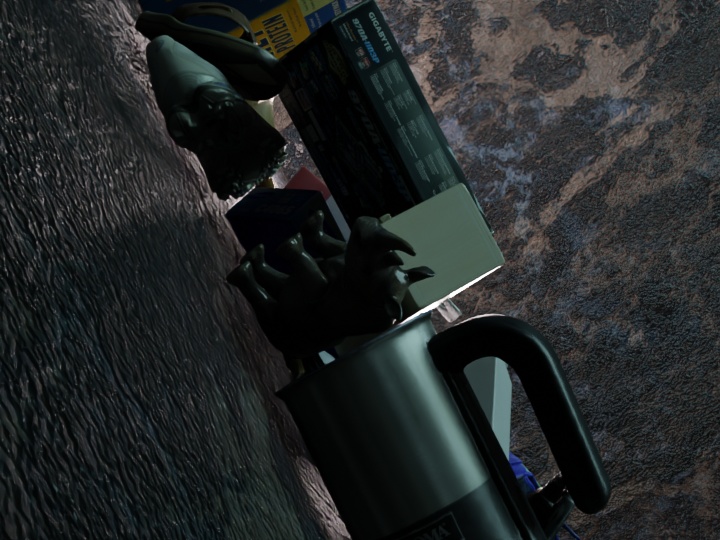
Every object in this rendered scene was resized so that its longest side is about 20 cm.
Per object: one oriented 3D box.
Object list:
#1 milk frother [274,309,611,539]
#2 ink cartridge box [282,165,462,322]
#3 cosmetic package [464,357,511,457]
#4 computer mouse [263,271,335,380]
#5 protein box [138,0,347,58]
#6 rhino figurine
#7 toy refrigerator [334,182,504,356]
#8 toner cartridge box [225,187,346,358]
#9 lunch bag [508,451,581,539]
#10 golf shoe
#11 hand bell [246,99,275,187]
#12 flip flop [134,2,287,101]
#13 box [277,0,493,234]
[{"bbox_3d":[0.062,0.125,0.774,0.190,0.178,0.200,64,-4,4],"label":"milk frother"},{"bbox_3d":[0.000,0.000,1.090,0.200,0.068,0.117,42,-5,4],"label":"ink cartridge box"},{"bbox_3d":[0.087,0.174,1.009,0.108,0.083,0.203,62,29,-57],"label":"cosmetic package"},{"bbox_3d":[-0.023,0.093,0.968,0.110,0.043,0.201,62,0,38],"label":"computer mouse"},{"bbox_3d":[-0.143,-0.324,1.238,0.202,0.196,0.135,63,1,14],"label":"protein box"},{"bbox_3d":[-0.017,0.008,0.752,0.088,0.060,0.199,53,-33,-10],"label":"rhino figurine"},{"bbox_3d":[0.025,0.004,0.851,0.071,0.075,0.200,61,-20,4],"label":"toy refrigerator"},{"bbox_3d":[-0.035,0.022,1.010,0.094,0.043,0.202,7,-47,47],"label":"toner cartridge box"},{"bbox_3d":[0.144,0.269,1.188,0.170,0.125,0.203,-138,-141,-71],"label":"lunch bag"},{"bbox_3d":[-0.121,-0.130,0.958,0.098,0.078,0.200,57,-3,20],"label":"golf shoe"},{"bbox_3d":[-0.101,-0.095,1.147,0.104,0.103,0.202,-116,-171,-60],"label":"hand bell"},{"bbox_3d":[-0.126,-0.198,0.973,0.081,0.058,0.199,42,-8,-38],"label":"flip flop"},{"bbox_3d":[0.010,-0.100,0.920,0.202,0.046,0.159,62,-21,-7],"label":"box"}]
